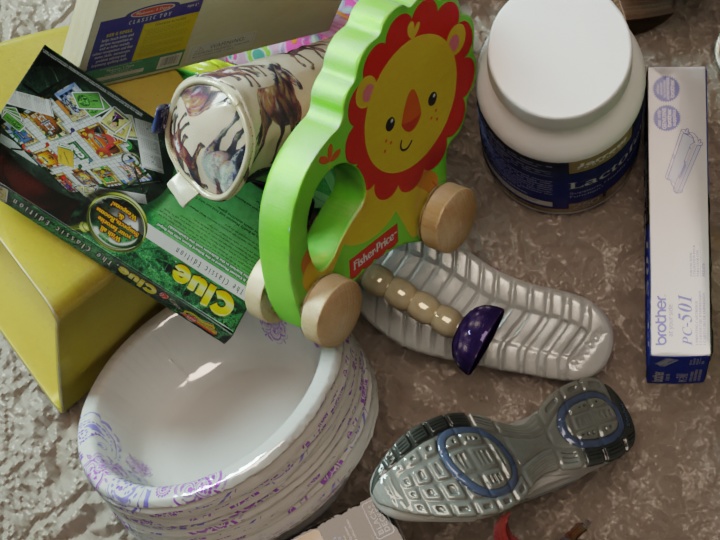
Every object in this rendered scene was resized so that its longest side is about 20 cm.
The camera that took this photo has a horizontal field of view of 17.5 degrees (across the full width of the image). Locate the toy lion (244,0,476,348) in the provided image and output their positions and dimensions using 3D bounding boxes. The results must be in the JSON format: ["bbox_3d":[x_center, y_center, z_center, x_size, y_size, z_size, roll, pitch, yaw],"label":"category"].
[{"bbox_3d":[0.006,-0.078,1.486,0.068,0.193,0.200,22,44,32],"label":"toy lion"}]

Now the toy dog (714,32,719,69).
[{"bbox_3d":[0.316,-0.103,1.613,0.131,0.096,0.202,-2,76,4],"label":"toy dog"}]

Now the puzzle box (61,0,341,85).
[{"bbox_3d":[-0.094,-0.183,1.530,0.199,0.133,0.026,-16,67,-26],"label":"puzzle box"}]

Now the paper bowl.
[{"bbox_3d":[-0.081,0.107,1.568,0.199,0.105,0.202,-20,39,17],"label":"paper bowl"}]

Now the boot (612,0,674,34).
[{"bbox_3d":[0.209,-0.265,1.620,0.076,0.200,0.157,-11,81,-21],"label":"boot"}]

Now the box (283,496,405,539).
[{"bbox_3d":[-0.059,0.222,1.559,0.199,0.117,0.060,-25,79,-3],"label":"box"}]

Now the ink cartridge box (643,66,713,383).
[{"bbox_3d":[0.217,-0.030,1.606,0.044,0.094,0.202,-1,76,5],"label":"ink cartridge box"}]

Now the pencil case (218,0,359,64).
[{"bbox_3d":[-0.025,-0.162,1.667,0.199,0.087,0.088,21,79,9],"label":"pencil case"}]

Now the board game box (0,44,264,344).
[{"bbox_3d":[-0.145,-0.049,1.499,0.199,0.023,0.105,34,57,-9],"label":"board game box"}]

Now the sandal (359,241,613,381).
[{"bbox_3d":[0.078,0.027,1.631,0.201,0.050,0.083,24,96,7],"label":"sandal"}]

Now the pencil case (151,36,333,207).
[{"bbox_3d":[-0.046,-0.103,1.521,0.089,0.200,0.078,-40,79,37],"label":"pencil case"}]

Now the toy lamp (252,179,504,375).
[{"bbox_3d":[0.000,0.000,1.589,0.199,0.058,0.058,28,80,8],"label":"toy lamp"}]

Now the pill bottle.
[{"bbox_3d":[0.135,-0.117,1.580,0.115,0.200,0.117,-1,76,5],"label":"pill bottle"}]

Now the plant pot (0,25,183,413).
[{"bbox_3d":[-0.192,-0.057,1.610,0.176,0.200,0.200,-34,75,-18],"label":"plant pot"}]

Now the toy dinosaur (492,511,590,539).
[{"bbox_3d":[0.199,0.241,1.519,0.181,0.199,0.106,21,94,41],"label":"toy dinosaur"}]

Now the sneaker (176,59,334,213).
[{"bbox_3d":[-0.058,-0.080,1.635,0.199,0.074,0.084,36,91,-8],"label":"sneaker"}]

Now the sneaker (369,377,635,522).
[{"bbox_3d":[0.089,0.134,1.546,0.199,0.087,0.075,-10,67,-32],"label":"sneaker"}]
